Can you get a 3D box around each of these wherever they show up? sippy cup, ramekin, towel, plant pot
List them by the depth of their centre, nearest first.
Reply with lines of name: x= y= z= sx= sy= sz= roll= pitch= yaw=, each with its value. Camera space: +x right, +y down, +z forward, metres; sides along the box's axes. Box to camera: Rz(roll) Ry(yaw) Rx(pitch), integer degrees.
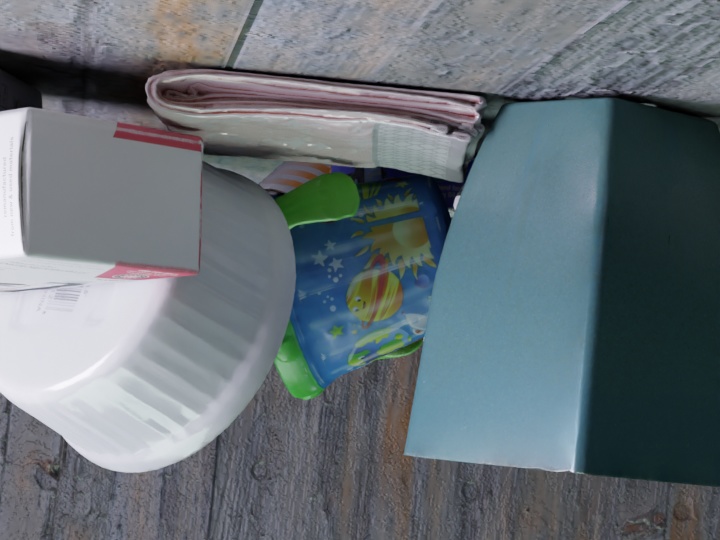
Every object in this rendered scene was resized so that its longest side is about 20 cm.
plant pot: x=0.128 y=0.011 z=1.333 sx=0.140 sy=0.202 sz=0.141 roll=9 pitch=174 yaw=-40
towel: x=-0.025 y=-0.084 z=1.421 sx=0.189 sy=0.033 sz=0.200 roll=6 pitch=175 yaw=1
ramekin: x=-0.145 y=0.012 z=1.478 sx=0.199 sy=0.202 sz=0.098 roll=2 pitch=158 yaw=42
sippy cup: x=0.000 y=0.000 z=1.573 sx=0.129 sy=0.141 sz=0.178 roll=-17 pitch=-175 yaw=7

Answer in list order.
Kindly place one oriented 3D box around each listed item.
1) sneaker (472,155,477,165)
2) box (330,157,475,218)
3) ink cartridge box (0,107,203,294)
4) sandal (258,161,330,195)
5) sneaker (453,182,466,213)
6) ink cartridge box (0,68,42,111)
sneaker: x=0.161 y=-0.038 z=1.441 sx=0.198 sy=0.083 sz=0.073 roll=6 pitch=179 yaw=16
box: x=0.058 y=-0.053 z=1.688 sx=0.118 sy=0.042 sz=0.200 roll=4 pitch=178 yaw=20
ink cartridge box: x=-0.208 y=-0.035 z=1.377 sx=0.199 sy=0.086 sz=0.145 roll=-3 pitch=174 yaw=39
sandal: x=-0.029 y=-0.054 z=1.733 sx=0.079 sy=0.060 sz=0.206 roll=21 pitch=-156 yaw=22
sneaker: x=0.086 y=0.021 z=1.492 sx=0.075 sy=0.077 sz=0.201 roll=25 pitch=154 yaw=26
ink cartridge box: x=-0.303 y=-0.102 z=1.421 sx=0.198 sy=0.048 sz=0.160 roll=3 pitch=176 yaw=9
